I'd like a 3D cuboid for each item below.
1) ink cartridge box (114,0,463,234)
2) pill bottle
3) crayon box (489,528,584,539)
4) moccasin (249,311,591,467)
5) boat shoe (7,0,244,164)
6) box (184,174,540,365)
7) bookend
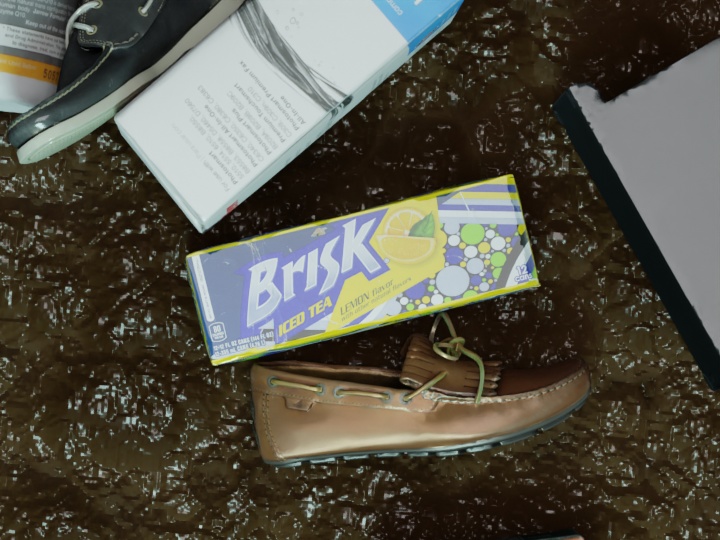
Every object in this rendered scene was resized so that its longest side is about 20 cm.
[{"bbox_3d":[-0.042,-0.117,1.718,0.200,0.146,0.084,-40,91,-3],"label":"ink cartridge box"},{"bbox_3d":[-0.215,-0.197,1.730,0.116,0.116,0.201,9,88,-2],"label":"pill bottle"},{"bbox_3d":[0.080,0.260,1.759,0.126,0.051,0.201,-7,89,-3],"label":"crayon box"},{"bbox_3d":[0.035,0.068,1.756,0.200,0.074,0.078,-4,98,7],"label":"moccasin"},{"bbox_3d":[-0.146,-0.126,1.709,0.068,0.072,0.200,50,46,-8],"label":"boat shoe"},{"bbox_3d":[0.000,0.000,1.757,0.199,0.064,0.070,-14,89,-3],"label":"box"},{"bbox_3d":[0.248,-0.064,1.753,0.198,0.092,0.200,-30,88,-4],"label":"bookend"}]
